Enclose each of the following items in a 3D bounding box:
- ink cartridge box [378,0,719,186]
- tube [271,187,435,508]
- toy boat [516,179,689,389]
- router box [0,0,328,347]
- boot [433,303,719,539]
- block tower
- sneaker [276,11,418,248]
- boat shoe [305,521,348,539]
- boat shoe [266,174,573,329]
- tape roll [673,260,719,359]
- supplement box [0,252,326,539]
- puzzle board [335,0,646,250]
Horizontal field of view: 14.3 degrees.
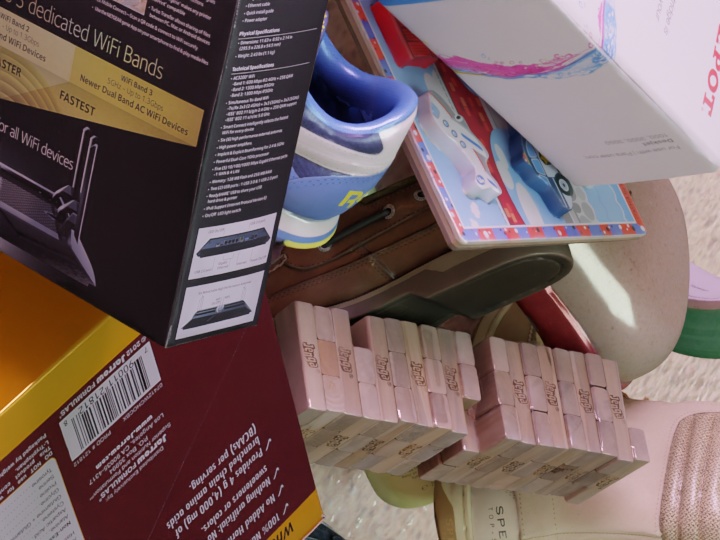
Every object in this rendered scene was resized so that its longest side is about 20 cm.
[{"bbox_3d":[0.084,-0.146,1.204,0.200,0.084,0.145,39,55,-41],"label":"ink cartridge box"},{"bbox_3d":[0.003,0.043,1.424,0.200,0.052,0.058,68,23,-46],"label":"tube"},{"bbox_3d":[0.071,-0.022,1.411,0.200,0.130,0.131,52,34,-20],"label":"toy boat"},{"bbox_3d":[-0.108,-0.085,1.041,0.052,0.200,0.158,-14,125,-49],"label":"router box"},{"bbox_3d":[0.127,0.078,1.469,0.200,0.155,0.073,-69,152,-56],"label":"boot"},{"bbox_3d":[0.038,0.062,1.312,0.199,0.058,0.054,13,147,-36],"label":"block tower"},{"bbox_3d":[-0.062,-0.098,1.139,0.200,0.082,0.074,38,36,-21],"label":"sneaker"},{"bbox_3d":[-0.005,0.174,1.465,0.071,0.091,0.200,-61,147,-2],"label":"boat shoe"},{"bbox_3d":[0.000,0.000,1.318,0.199,0.068,0.072,-20,158,13],"label":"boat shoe"},{"bbox_3d":[0.183,-0.057,1.457,0.048,0.200,0.201,-14,124,-49],"label":"tape roll"},{"bbox_3d":[-0.140,0.073,1.171,0.197,0.133,0.200,-43,142,-27],"label":"supplement box"},{"bbox_3d":[0.048,-0.102,1.273,0.017,0.201,0.150,-34,162,34],"label":"puzzle board"}]
